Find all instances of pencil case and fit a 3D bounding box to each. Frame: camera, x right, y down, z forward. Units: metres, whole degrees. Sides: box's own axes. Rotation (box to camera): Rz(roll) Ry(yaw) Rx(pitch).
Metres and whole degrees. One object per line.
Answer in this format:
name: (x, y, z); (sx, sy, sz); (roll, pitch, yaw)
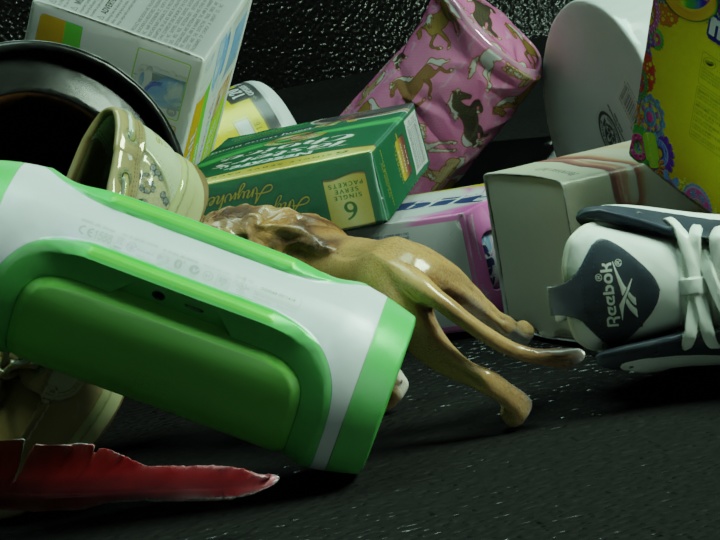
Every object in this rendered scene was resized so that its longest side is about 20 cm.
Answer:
pencil case: (0.024, -0.081, 1.793); (0.200, 0.086, 0.083); (-47, 14, 20)

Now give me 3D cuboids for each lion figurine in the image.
lion figurine: (0.006, 0.011, 1.370); (0.199, 0.122, 0.073); (-7, 46, 53)

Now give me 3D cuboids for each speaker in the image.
speaker: (-0.081, 0.020, 1.291); (0.199, 0.089, 0.088); (20, 9, 0)

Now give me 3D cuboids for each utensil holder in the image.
utensil holder: (0.230, -0.106, 1.758); (0.199, 0.171, 0.170); (-16, 9, -20)

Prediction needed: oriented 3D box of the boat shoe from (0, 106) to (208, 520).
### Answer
boat shoe: (-0.139, 0.020, 1.372); (0.073, 0.063, 0.201); (-4, 53, 42)

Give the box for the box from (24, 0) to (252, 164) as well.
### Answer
box: (-0.141, -0.073, 1.686); (0.101, 0.201, 0.113); (19, 32, 4)

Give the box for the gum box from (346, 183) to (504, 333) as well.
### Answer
gum box: (0.000, 0.000, 1.663); (0.199, 0.067, 0.113); (-8, 9, 22)

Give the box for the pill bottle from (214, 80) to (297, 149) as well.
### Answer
pill bottle: (-0.135, -0.041, 1.939); (0.199, 0.113, 0.112); (-22, 11, -18)

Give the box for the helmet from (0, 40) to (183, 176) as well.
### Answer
helmet: (-0.181, -0.012, 1.519); (0.199, 0.201, 0.191); (-10, 21, 7)

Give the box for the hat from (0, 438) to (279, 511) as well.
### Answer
hat: (-0.182, 0.121, 1.240); (0.166, 0.176, 0.200); (-46, -3, -43)

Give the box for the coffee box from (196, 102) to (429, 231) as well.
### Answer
coffee box: (-0.032, -0.051, 1.660); (0.122, 0.044, 0.200); (-11, 10, 11)

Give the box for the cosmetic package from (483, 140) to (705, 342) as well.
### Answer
cosmetic package: (0.177, -0.029, 1.560); (0.199, 0.088, 0.103); (-14, 10, -22)

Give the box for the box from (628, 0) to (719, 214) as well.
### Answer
box: (0.269, -0.081, 1.422); (0.192, 0.123, 0.200); (-15, 37, -32)

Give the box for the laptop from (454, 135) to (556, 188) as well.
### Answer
laptop: (0.082, -0.031, 1.985); (0.176, 0.104, 0.200); (-4, 36, 41)

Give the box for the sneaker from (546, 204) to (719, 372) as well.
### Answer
sneaker: (0.153, 0.008, 1.310); (0.129, 0.080, 0.199); (-6, 5, -22)
